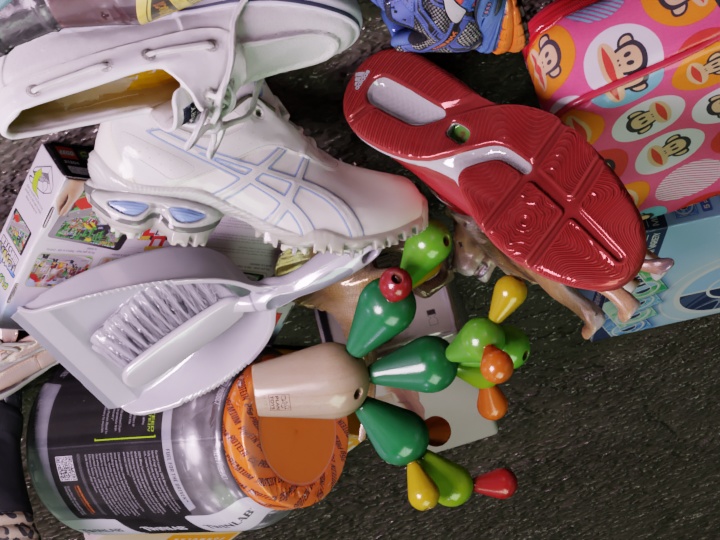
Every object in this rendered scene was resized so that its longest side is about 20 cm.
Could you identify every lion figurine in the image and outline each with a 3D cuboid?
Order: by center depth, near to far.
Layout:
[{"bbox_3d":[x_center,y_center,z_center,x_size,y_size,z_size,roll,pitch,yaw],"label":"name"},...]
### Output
[{"bbox_3d":[0.119,-0.022,1.320,0.072,0.122,0.200,-45,180,-17],"label":"lion figurine"}]

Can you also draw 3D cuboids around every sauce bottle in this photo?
[{"bbox_3d":[-0.094,-0.151,1.019,0.200,0.066,0.066,-20,155,12],"label":"sauce bottle"}]

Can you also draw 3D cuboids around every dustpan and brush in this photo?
[{"bbox_3d":[-0.080,0.020,1.260,0.200,0.057,0.140,-33,144,3],"label":"dustpan and brush"}]

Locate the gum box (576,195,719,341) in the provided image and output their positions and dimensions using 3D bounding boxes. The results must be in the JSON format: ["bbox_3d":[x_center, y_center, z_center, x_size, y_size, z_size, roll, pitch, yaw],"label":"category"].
[{"bbox_3d":[0.260,-0.024,1.527,0.200,0.045,0.170,-13,156,-9],"label":"gum box"}]

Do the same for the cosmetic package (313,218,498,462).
[{"bbox_3d":[0.028,0.045,1.464,0.087,0.103,0.200,-17,154,5],"label":"cosmetic package"}]

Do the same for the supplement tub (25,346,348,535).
[{"bbox_3d":[-0.112,0.109,1.416,0.200,0.123,0.123,-7,167,42],"label":"supplement tub"}]

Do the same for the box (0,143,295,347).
[{"bbox_3d":[-0.116,-0.011,1.288,0.200,0.035,0.110,6,125,-40],"label":"box"}]

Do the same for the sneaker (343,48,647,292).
[{"bbox_3d":[0.090,-0.050,1.224,0.078,0.200,0.116,-51,155,5],"label":"sneaker"}]

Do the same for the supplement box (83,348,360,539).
[{"bbox_3d":[-0.107,0.132,1.597,0.126,0.074,0.200,5,149,-37],"label":"supplement box"}]

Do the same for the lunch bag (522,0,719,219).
[{"bbox_3d":[0.198,-0.110,1.261,0.176,0.082,0.200,-22,154,12],"label":"lunch bag"}]

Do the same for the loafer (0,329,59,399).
[{"bbox_3d":[-0.203,0.028,1.342,0.200,0.072,0.063,-16,139,-15],"label":"loafer"}]

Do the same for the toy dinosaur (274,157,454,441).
[{"bbox_3d":[0.000,0.000,1.321,0.101,0.058,0.200,-23,125,-3],"label":"toy dinosaur"}]

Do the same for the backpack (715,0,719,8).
[{"bbox_3d":[0.238,-0.181,1.037,0.190,0.200,0.154,-1,139,-37],"label":"backpack"}]

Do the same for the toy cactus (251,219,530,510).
[{"bbox_3d":[0.020,0.068,1.289,0.165,0.102,0.200,-8,132,0],"label":"toy cactus"}]

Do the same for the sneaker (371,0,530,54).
[{"bbox_3d":[0.035,-0.156,1.080,0.078,0.075,0.200,-14,154,4],"label":"sneaker"}]

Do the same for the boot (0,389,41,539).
[{"bbox_3d":[-0.303,0.133,1.381,0.203,0.154,0.073,-11,155,-11],"label":"boot"}]

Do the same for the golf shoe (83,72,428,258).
[{"bbox_3d":[-0.048,-0.062,1.193,0.200,0.078,0.097,4,105,-26],"label":"golf shoe"}]

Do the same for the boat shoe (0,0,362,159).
[{"bbox_3d":[-0.090,-0.095,1.109,0.202,0.086,0.075,-7,154,-18],"label":"boat shoe"}]

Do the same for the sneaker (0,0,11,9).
[{"bbox_3d":[-0.119,-0.177,0.925,0.074,0.082,0.200,3,149,-38],"label":"sneaker"}]
